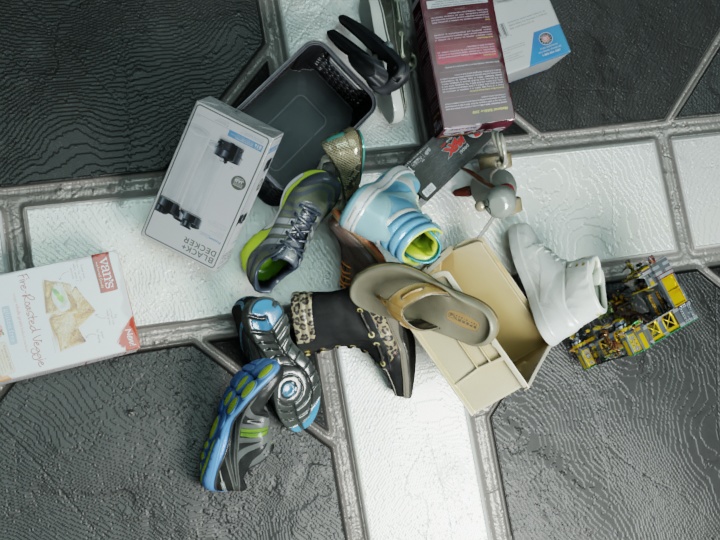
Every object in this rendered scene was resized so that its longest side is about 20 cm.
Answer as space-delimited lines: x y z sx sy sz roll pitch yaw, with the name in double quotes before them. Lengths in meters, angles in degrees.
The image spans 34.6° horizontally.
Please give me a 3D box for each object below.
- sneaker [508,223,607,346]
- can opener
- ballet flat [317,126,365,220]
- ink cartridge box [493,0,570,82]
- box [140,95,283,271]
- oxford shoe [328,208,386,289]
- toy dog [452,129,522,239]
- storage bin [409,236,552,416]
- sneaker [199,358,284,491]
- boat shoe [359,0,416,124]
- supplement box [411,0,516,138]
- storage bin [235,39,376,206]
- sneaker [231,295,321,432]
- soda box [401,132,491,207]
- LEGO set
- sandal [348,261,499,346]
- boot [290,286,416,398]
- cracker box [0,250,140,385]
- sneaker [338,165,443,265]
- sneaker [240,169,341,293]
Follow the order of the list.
"sneaker" 0.288 -0.003 1.651 0.074 0.115 0.201 26 40 -48
"can opener" 0.010 -0.310 1.626 0.063 0.200 0.079 -41 132 7
"ballet flat" -0.027 -0.111 1.585 0.075 0.201 0.068 -17 48 -9
"ink cartridge box" 0.204 -0.386 1.738 0.144 0.084 0.201 -21 87 -17
"box" -0.195 -0.113 1.525 0.116 0.060 0.201 27 107 1
"oxford shoe" 0.000 0.000 1.578 0.073 0.071 0.200 -35 126 -1
"toy dog" 0.174 -0.112 1.640 0.096 0.200 0.133 -13 80 11
"storage bin" 0.157 0.067 1.579 0.094 0.200 0.199 -34 92 24
"sneaker" -0.146 0.203 1.516 0.082 0.071 0.200 17 106 -23
"boat shoe" 0.049 -0.314 1.687 0.063 0.071 0.201 -8 81 -16
"supplement box" 0.145 -0.295 1.637 0.108 0.061 0.201 -8 83 -10
"storage bin" -0.091 -0.205 1.615 0.135 0.094 0.200 45 71 -4
"sneaker" -0.114 0.122 1.565 0.073 0.082 0.201 -26 107 -26
"soda box" 0.130 -0.175 1.684 0.063 0.071 0.200 46 71 0
"LEGO set" 0.372 0.054 1.651 0.153 0.200 0.116 -26 86 -13
"sandal" 0.077 0.048 1.459 0.199 0.081 0.054 22 30 12
"boot" -0.006 0.096 1.586 0.150 0.201 0.073 -5 39 12
"cracker box" -0.398 0.062 1.495 0.199 0.058 0.135 -14 85 -19
"sneaker" 0.063 -0.066 1.526 0.130 0.080 0.200 35 29 10
"sneaker" -0.087 -0.047 1.542 0.074 0.081 0.200 23 117 -27
